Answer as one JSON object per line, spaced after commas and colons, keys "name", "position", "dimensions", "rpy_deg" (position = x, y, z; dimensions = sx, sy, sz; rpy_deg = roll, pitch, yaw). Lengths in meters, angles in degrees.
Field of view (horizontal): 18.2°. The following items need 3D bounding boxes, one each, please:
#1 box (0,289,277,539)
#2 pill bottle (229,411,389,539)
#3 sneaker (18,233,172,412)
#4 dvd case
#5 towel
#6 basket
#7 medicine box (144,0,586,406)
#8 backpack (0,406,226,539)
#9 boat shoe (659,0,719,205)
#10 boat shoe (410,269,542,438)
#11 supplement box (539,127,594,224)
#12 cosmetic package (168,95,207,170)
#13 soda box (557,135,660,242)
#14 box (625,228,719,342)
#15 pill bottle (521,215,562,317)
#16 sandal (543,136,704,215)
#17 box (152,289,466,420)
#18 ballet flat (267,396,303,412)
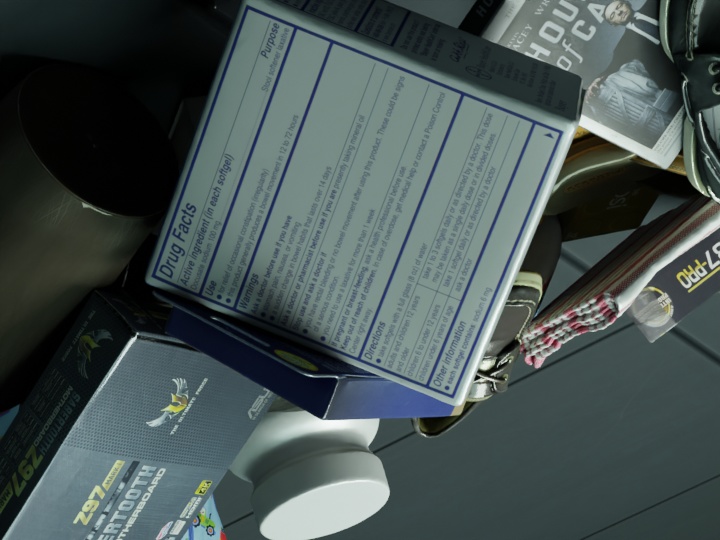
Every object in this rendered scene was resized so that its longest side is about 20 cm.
{"name": "box", "position": [-0.151, 0.116, 1.396], "dimensions": [0.158, 0.051, 0.200], "rpy_deg": [17, 110, -52]}
{"name": "pill bottle", "position": [-0.053, 0.079, 1.578], "dimensions": [0.115, 0.201, 0.116], "rpy_deg": [-15, 155, -7]}
{"name": "sneaker", "position": [-0.161, 0.051, 1.477], "dimensions": [0.076, 0.200, 0.114], "rpy_deg": [31, 139, -9]}
{"name": "dvd case", "position": [0.162, -0.156, 1.356], "dimensions": [0.200, 0.025, 0.151], "rpy_deg": [21, 110, -42]}
{"name": "towel", "position": [0.190, 0.000, 1.537], "dimensions": [0.146, 0.030, 0.200], "rpy_deg": [-40, -178, -20]}
{"name": "basket", "position": [-0.209, -0.020, 1.358], "dimensions": [0.180, 0.136, 0.200], "rpy_deg": [-1, 147, -48]}
{"name": "medicine box", "position": [0.003, -0.052, 1.278], "dimensions": [0.199, 0.103, 0.183], "rpy_deg": [22, 111, 1]}
{"name": "backpack", "position": [-0.200, 0.191, 1.706], "dimensions": [0.182, 0.201, 0.135], "rpy_deg": [-23, 155, 12]}
{"name": "boat shoe", "position": [0.229, -0.113, 1.367], "dimensions": [0.074, 0.066, 0.200], "rpy_deg": [-21, 130, -17]}
{"name": "boat shoe", "position": [0.078, 0.059, 1.537], "dimensions": [0.073, 0.065, 0.200], "rpy_deg": [0, 157, -14]}
{"name": "supplement box", "position": [0.115, -0.102, 1.485], "dimensions": [0.066, 0.069, 0.200], "rpy_deg": [-10, 155, -20]}
{"name": "cosmetic package", "position": [-0.019, -0.064, 1.442], "dimensions": [0.199, 0.088, 0.103], "rpy_deg": [-9, 157, -22]}
{"name": "soda box", "position": [0.184, -0.099, 1.541], "dimensions": [0.068, 0.064, 0.200], "rpy_deg": [-10, 154, -20]}
{"name": "box", "position": [0.291, -0.040, 1.654], "dimensions": [0.161, 0.049, 0.200], "rpy_deg": [-39, 178, 37]}
{"name": "pill bottle", "position": [0.078, 0.016, 1.649], "dimensions": [0.108, 0.109, 0.200], "rpy_deg": [-13, 155, -13]}
{"name": "sandal", "position": [0.206, -0.072, 1.472], "dimensions": [0.199, 0.054, 0.080], "rpy_deg": [-22, 155, 6]}
{"name": "box", "position": [-0.030, 0.050, 1.327], "dimensions": [0.200, 0.121, 0.032], "rpy_deg": [7, 107, -60]}
{"name": "ballet flat", "position": [-0.026, 0.053, 1.478], "dimensions": [0.199, 0.057, 0.066], "rpy_deg": [-14, 146, 20]}
